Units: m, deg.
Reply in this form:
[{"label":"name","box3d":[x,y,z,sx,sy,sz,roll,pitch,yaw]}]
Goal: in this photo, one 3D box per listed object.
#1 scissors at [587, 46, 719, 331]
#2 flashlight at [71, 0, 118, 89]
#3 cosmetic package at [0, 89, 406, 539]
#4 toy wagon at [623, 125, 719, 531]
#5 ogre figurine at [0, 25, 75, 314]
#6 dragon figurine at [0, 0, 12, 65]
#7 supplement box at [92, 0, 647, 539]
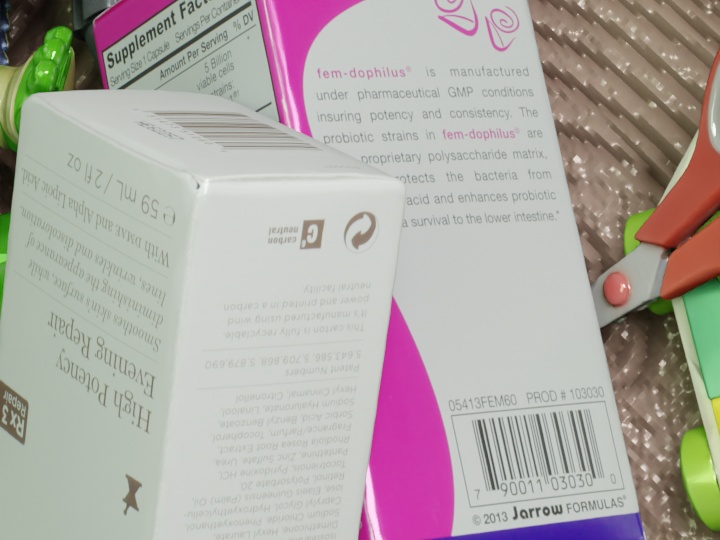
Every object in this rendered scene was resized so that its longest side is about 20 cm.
[{"label":"scissors","box3d":[0.087,0.005,0.867,0.200,0.014,0.073,-52,56,35]},{"label":"flashlight","box3d":[-0.059,-0.023,0.954,0.067,0.068,0.201,-11,81,26]},{"label":"cosmetic package","box3d":[-0.054,0.057,0.819,0.102,0.074,0.201,26,113,52]},{"label":"toy wagon","box3d":[0.165,0.031,0.854,0.155,0.040,0.201,-18,77,24]},{"label":"ogre figurine","box3d":[-0.157,-0.034,0.956,0.119,0.098,0.201,12,133,3]},{"label":"dragon figurine","box3d":[-0.131,-0.132,1.005,0.099,0.059,0.200,-41,68,18]},{"label":"supplement box","box3d":[0.000,0.000,0.887,0.103,0.101,0.201,-24,73,52]}]
